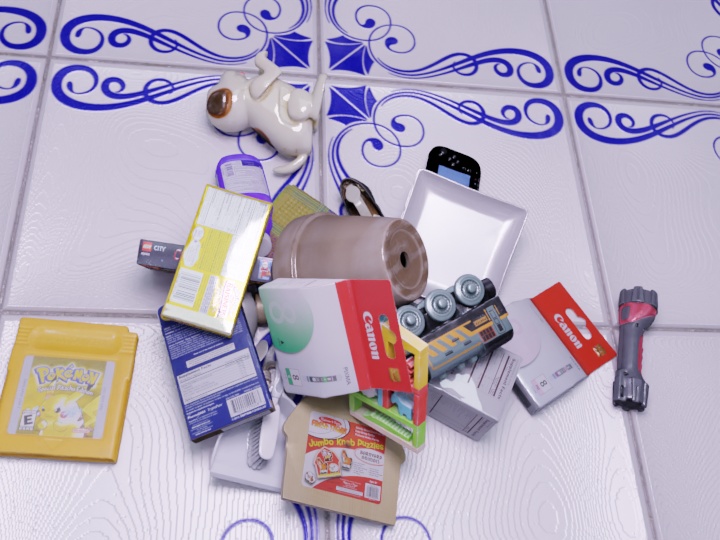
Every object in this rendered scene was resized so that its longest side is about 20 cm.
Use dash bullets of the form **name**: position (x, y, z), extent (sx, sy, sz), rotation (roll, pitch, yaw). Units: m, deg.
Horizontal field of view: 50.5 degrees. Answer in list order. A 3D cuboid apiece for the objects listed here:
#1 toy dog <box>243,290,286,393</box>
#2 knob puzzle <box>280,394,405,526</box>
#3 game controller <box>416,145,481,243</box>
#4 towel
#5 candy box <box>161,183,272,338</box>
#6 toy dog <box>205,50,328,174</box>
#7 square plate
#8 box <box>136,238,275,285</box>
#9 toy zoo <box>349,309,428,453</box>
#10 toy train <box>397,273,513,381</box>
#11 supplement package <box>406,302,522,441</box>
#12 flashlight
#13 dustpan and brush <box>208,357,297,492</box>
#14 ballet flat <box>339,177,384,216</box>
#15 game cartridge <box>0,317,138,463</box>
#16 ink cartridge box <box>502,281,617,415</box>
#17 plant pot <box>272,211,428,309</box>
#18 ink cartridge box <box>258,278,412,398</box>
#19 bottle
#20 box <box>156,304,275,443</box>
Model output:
- **toy dog**: position (-0.181, 0.099, 1.135), extent (0.130, 0.097, 0.202), rotation (-15, 66, -16)
- **knob puzzle**: position (-0.026, 0.252, 1.107), extent (0.217, 0.030, 0.222), rotation (14, 57, -22)
- **game controller**: position (0.156, -0.128, 1.344), extent (0.103, 0.042, 0.202), rotation (14, 62, -2)
- **towel**: position (-0.085, -0.048, 1.272), extent (0.199, 0.023, 0.144), rotation (34, 62, 8)
- **candy box**: position (-0.200, -0.016, 1.078), extent (0.101, 0.026, 0.203), rotation (17, 73, -4)
- **toy dog**: position (-0.170, -0.278, 1.331), extent (0.197, 0.140, 0.197), rotation (14, 97, -4)
- **square plate**: position (0.153, -0.041, 1.267), extent (0.198, 0.028, 0.201), rotation (21, 88, 2)
- **box**: position (-0.227, -0.008, 1.160), extent (0.197, 0.137, 0.038), rotation (8, 86, -5)
- **toy zoo**: position (0.035, 0.139, 1.037), extent (0.130, 0.202, 0.020), rotation (23, 37, 36)
- **toy train**: position (0.121, 0.086, 1.076), extent (0.198, 0.085, 0.115), rotation (-26, 79, -19)
- **supplement package**: position (0.123, 0.151, 1.151), extent (0.198, 0.114, 0.110), rotation (27, 62, 4)
- **flashlight**: position (0.451, 0.129, 1.251), extent (0.067, 0.068, 0.202), rotation (3, 63, 18)
- **dustpan and brush**: position (-0.129, 0.201, 1.090), extent (0.138, 0.057, 0.202), rotation (20, 58, -22)
- **ballet flat**: position (0.010, -0.078, 1.252), extent (0.068, 0.068, 0.201), rotation (-34, 54, 6)
- **game cartridge**: position (-0.421, 0.169, 1.095), extent (0.174, 0.033, 0.203), rotation (5, 63, -7)
- **ink cartridge box**: position (0.307, 0.113, 1.240), extent (0.198, 0.057, 0.163), rotation (-29, 71, -18)
- **plant pot**: position (0.000, 0.000, 1.118), extent (0.199, 0.172, 0.203), rotation (20, 65, -50)
- **ink cartridge box**: position (-0.036, 0.092, 1.018), extent (0.050, 0.198, 0.163), rotation (-29, 113, -46)
- **bottle**: position (-0.183, -0.105, 1.234), extent (0.082, 0.066, 0.201), rotation (-5, 47, -18)
- **box**: position (-0.205, 0.124, 1.069), extent (0.120, 0.032, 0.202), rotation (-21, 68, -2)
